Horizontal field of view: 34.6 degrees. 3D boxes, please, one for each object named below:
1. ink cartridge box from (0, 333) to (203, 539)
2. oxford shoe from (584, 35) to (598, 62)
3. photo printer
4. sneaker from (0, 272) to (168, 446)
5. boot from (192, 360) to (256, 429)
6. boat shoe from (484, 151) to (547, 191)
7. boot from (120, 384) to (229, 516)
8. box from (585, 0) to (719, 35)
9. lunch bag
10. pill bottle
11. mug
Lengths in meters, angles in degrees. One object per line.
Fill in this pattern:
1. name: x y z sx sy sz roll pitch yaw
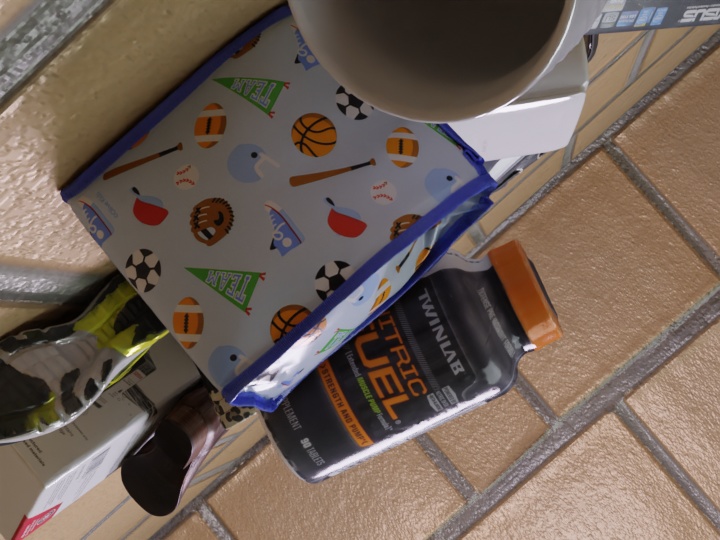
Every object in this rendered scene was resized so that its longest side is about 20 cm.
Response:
1. ink cartridge box: -0.241 0.134 1.026 0.200 0.084 0.144 -35 169 -41
2. oxford shoe: 0.202 -0.251 1.182 0.084 0.073 0.200 -24 169 -5
3. photo printer: 0.061 -0.123 0.861 0.198 0.070 0.166 -8 171 3
4. sneaker: -0.215 0.076 0.861 0.200 0.075 0.085 -35 171 -40
5. boot: -0.082 0.024 0.905 0.073 0.154 0.203 -32 177 36
6. boat shoe: 0.107 -0.096 0.999 0.200 0.070 0.066 -42 149 16
7. boot: -0.124 0.129 1.084 0.200 0.064 0.186 -43 176 -41
8. box: 0.227 -0.259 0.858 0.199 0.049 0.162 -10 138 -31
9. lunch bag: -0.041 -0.042 0.692 0.200 0.170 0.124 -43 168 2
10. pill bottle: 0.032 0.054 0.767 0.199 0.107 0.106 -27 175 9
11. mug: 0.066 -0.193 0.569 0.175 0.147 0.201 -44 148 -54
